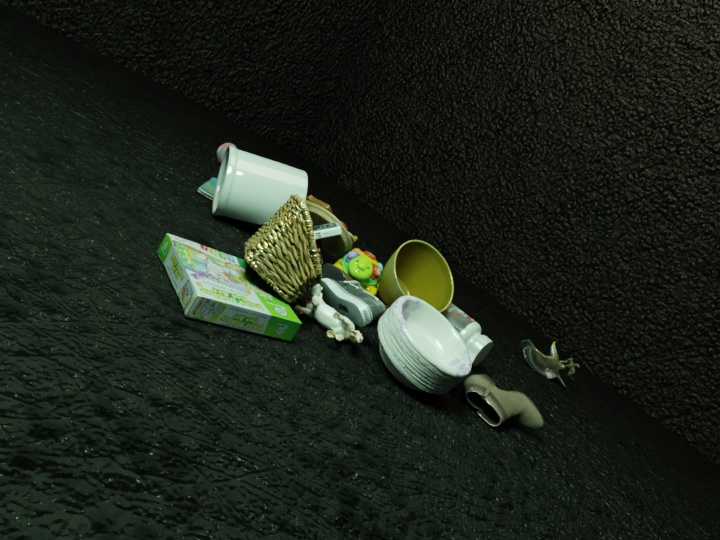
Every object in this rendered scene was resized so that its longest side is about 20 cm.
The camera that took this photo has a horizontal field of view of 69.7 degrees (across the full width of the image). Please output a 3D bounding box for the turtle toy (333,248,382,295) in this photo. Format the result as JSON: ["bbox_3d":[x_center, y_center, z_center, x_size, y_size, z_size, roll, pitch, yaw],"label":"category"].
[{"bbox_3d":[0.000,0.000,1.415,0.145,0.102,0.200,33,12,1],"label":"turtle toy"}]

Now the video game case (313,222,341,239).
[{"bbox_3d":[-0.139,-0.087,1.265,0.180,0.024,0.200,-11,8,-3],"label":"video game case"}]

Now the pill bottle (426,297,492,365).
[{"bbox_3d":[0.258,0.165,1.414,0.200,0.111,0.110,40,14,31],"label":"pill bottle"}]

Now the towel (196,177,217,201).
[{"bbox_3d":[-0.373,-0.206,1.452,0.146,0.022,0.200,30,12,-13],"label":"towel"}]

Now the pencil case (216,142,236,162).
[{"bbox_3d":[-0.437,-0.378,1.823,0.087,0.088,0.200,20,19,-47],"label":"pencil case"}]

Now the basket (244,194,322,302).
[{"bbox_3d":[-0.120,-0.040,0.972,0.143,0.149,0.200,46,-2,-16],"label":"basket"}]

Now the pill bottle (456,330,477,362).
[{"bbox_3d":[0.160,0.161,1.179,0.199,0.109,0.109,35,12,9],"label":"pill bottle"}]

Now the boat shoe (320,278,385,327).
[{"bbox_3d":[-0.021,0.056,1.100,0.068,0.074,0.199,-24,23,-26],"label":"boat shoe"}]

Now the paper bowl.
[{"bbox_3d":[0.118,0.157,1.033,0.200,0.105,0.201,33,25,-18],"label":"paper bowl"}]

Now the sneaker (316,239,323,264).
[{"bbox_3d":[-0.140,-0.051,1.301,0.081,0.079,0.200,-3,1,-7],"label":"sneaker"}]

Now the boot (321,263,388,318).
[{"bbox_3d":[0.003,0.057,1.290,0.187,0.069,0.200,34,8,23],"label":"boot"}]

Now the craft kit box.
[{"bbox_3d":[-0.221,0.029,0.868,0.199,0.049,0.198,22,19,-43],"label":"craft kit box"}]

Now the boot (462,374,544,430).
[{"bbox_3d":[0.311,0.305,1.137,0.199,0.071,0.146,35,18,14],"label":"boot"}]

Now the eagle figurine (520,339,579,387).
[{"bbox_3d":[0.699,0.337,1.935,0.198,0.152,0.152,6,-37,11],"label":"eagle figurine"}]

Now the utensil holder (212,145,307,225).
[{"bbox_3d":[-0.249,-0.198,1.282,0.198,0.172,0.170,12,19,-23],"label":"utensil holder"}]

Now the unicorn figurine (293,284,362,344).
[{"bbox_3d":[-0.071,0.080,1.019,0.201,0.074,0.137,52,7,15],"label":"unicorn figurine"}]

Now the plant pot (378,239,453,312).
[{"bbox_3d":[0.129,0.040,1.380,0.198,0.142,0.202,15,61,-29],"label":"plant pot"}]

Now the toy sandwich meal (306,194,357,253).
[{"bbox_3d":[-0.091,-0.133,1.460,0.204,0.070,0.206,32,-25,17],"label":"toy sandwich meal"}]
